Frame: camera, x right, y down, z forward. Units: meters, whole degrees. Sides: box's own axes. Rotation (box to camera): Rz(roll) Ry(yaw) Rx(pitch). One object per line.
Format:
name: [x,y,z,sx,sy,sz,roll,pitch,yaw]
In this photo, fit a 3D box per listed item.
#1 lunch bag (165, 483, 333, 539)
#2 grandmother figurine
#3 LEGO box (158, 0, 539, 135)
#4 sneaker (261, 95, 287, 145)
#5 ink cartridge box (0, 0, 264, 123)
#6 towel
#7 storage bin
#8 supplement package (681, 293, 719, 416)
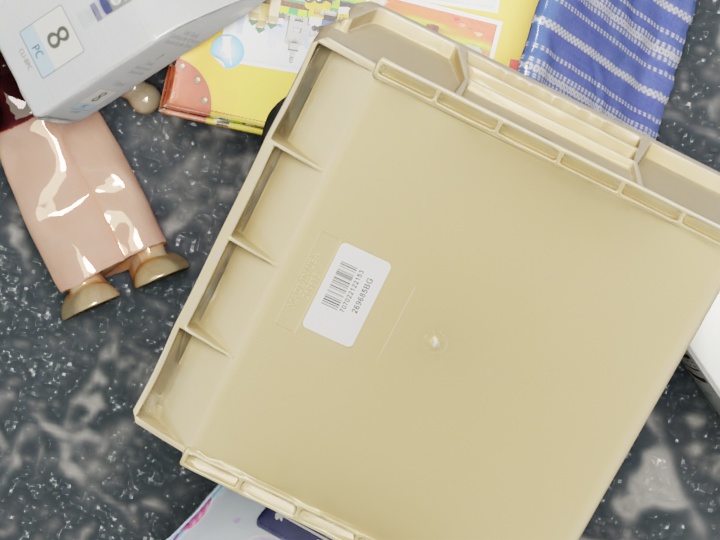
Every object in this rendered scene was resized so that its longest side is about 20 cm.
lunch bag: [0.008,0.166,1.048,0.200,0.127,0.170,45,65,2]
grandmother figurine: [-0.164,-0.077,1.102,0.121,0.061,0.200,-23,90,-24]
LEGO box: [0.015,-0.130,1.077,0.200,0.077,0.149,12,95,1]
sneaker: [0.000,0.000,1.055,0.115,0.076,0.200,-24,128,39]
ink cartridge box: [-0.103,-0.187,1.024,0.200,0.047,0.160,-31,79,19]
towel: [0.123,-0.113,1.036,0.024,0.145,0.200,14,86,32]
storage bin: [0.034,0.018,0.934,0.198,0.094,0.200,26,108,-3]
supplement package: [0.265,0.037,1.041,0.191,0.147,0.200,-34,92,4]
